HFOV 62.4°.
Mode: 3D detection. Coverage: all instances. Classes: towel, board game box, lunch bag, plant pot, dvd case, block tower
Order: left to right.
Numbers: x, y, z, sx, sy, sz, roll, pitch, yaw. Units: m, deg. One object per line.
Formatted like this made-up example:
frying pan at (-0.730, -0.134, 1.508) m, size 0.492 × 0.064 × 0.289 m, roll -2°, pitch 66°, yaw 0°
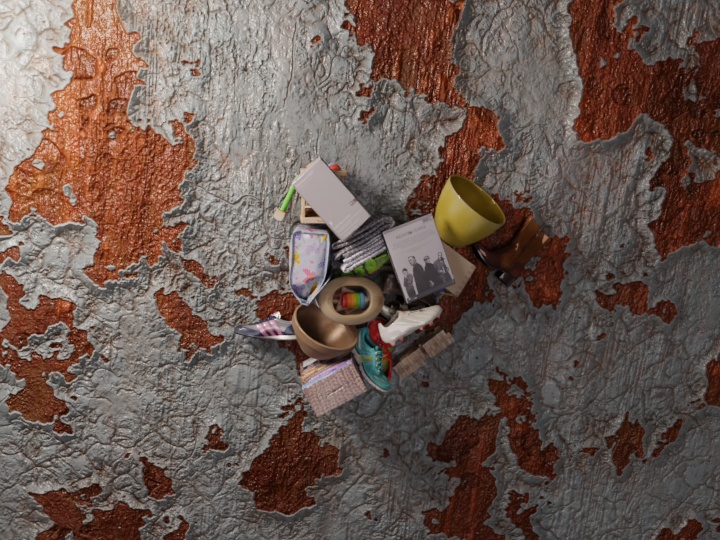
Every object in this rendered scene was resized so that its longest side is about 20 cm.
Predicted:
lunch bag at (-0.138, -0.018, 1.649) m, size 0.125 × 0.170 × 0.203 m, roll 7°, pitch 99°, yaw -4°
plant pot at (-0.111, 0.188, 1.694) m, size 0.199 × 0.202 × 0.093 m, roll 21°, pitch 119°, yaw -11°
board game box at (-0.082, 0.304, 1.709) m, size 0.158 × 0.200 × 0.098 m, roll -28°, pitch 104°, yaw 0°
towel at (0.007, -0.085, 1.658) m, size 0.198 × 0.166 × 0.086 m, roll -30°, pitch 101°, yaw -2°
dvd case at (0.155, -0.033, 1.586) m, size 0.149 × 0.025 × 0.202 m, roll -21°, pitch 95°, yaw -12°
block tower at (0.187, 0.246, 1.808) m, size 0.199 × 0.058 × 0.054 m, roll -37°, pitch 104°, yaw -1°
plant pot at (0.288, -0.151, 1.685) m, size 0.199 × 0.201 × 0.142 m, roll 32°, pitch 121°, yaw -13°

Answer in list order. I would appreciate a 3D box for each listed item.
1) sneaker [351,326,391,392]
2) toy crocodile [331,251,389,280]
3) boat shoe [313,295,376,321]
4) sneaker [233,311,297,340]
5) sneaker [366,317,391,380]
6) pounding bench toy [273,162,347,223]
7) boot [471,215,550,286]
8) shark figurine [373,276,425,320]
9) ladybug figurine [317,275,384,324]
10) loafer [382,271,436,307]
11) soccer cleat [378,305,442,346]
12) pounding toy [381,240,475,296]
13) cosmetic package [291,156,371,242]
sneaker at (0.033, 0.257, 1.716) m, size 0.079 × 0.077 × 0.201 m, roll -36°, pitch 73°, yaw 20°
toy crocodile at (0.000, 0.000, 1.725) m, size 0.198 × 0.068 × 0.062 m, roll -28°, pitch 111°, yaw 1°
boat shoe at (-0.049, 0.103, 1.736) m, size 0.198 × 0.070 × 0.072 m, roll 14°, pitch 83°, yaw -18°
sneaker at (-0.267, 0.159, 1.731) m, size 0.197 × 0.070 × 0.083 m, roll 5°, pitch 85°, yaw -11°
sneaker at (0.067, 0.238, 1.774) m, size 0.076 × 0.085 × 0.203 m, roll -11°, pitch 104°, yaw -6°
pounding bench toy at (-0.139, -0.215, 1.630) m, size 0.197 × 0.124 × 0.158 m, roll -1°, pitch 102°, yaw -7°
boot at (0.449, -0.080, 1.767) m, size 0.188 × 0.069 × 0.200 m, roll 40°, pitch 93°, yaw -13°
shark figurine at (0.084, 0.119, 1.760) m, size 0.213 × 0.089 × 0.129 m, roll 28°, pitch 63°, yaw -20°
ladybug figurine at (-0.028, 0.083, 1.668) m, size 0.197 × 0.072 × 0.138 m, roll 4°, pitch 87°, yaw -19°
loafer at (0.134, 0.070, 1.719) m, size 0.199 × 0.073 × 0.072 m, roll 27°, pitch 82°, yaw -27°
soccer cleat at (0.143, 0.140, 1.694) m, size 0.198 × 0.069 × 0.078 m, roll -28°, pitch 93°, yaw -13°
pounding toy at (0.183, -0.009, 1.701) m, size 0.199 × 0.184 × 0.143 m, roll 35°, pitch 83°, yaw -13°
cosmetic package at (-0.077, -0.186, 1.536) m, size 0.107 × 0.090 × 0.200 m, roll -43°, pitch 107°, yaw 6°
